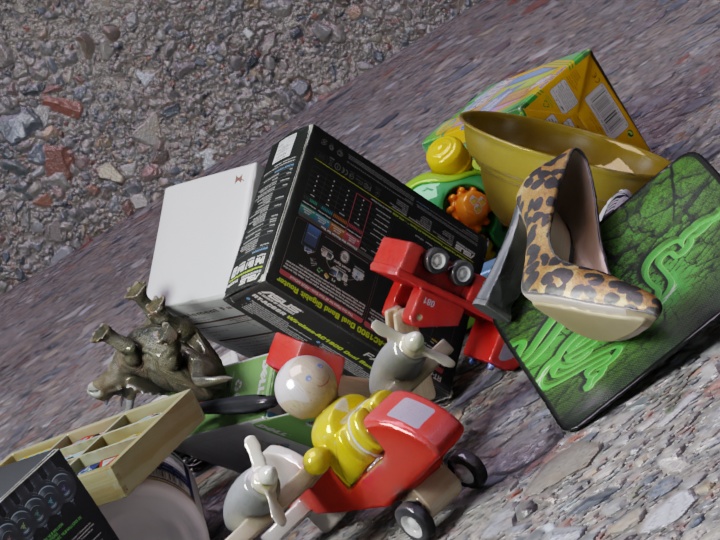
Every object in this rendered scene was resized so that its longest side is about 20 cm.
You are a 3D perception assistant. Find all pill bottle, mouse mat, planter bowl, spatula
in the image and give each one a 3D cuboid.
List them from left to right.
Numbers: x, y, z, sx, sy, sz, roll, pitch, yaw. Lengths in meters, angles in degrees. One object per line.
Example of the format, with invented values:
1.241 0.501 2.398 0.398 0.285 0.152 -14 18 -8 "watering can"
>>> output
-0.180 0.198 1.674 0.111 0.111 0.200 -33 12 -2 "pill bottle"
-0.139 0.118 1.664 0.199 0.021 0.056 -18 -10 39 "spatula"
0.172 -0.073 1.826 0.200 0.199 0.084 -90 14 -76 "planter bowl"
0.195 0.012 1.504 0.200 0.008 0.161 -41 36 7 "mouse mat"

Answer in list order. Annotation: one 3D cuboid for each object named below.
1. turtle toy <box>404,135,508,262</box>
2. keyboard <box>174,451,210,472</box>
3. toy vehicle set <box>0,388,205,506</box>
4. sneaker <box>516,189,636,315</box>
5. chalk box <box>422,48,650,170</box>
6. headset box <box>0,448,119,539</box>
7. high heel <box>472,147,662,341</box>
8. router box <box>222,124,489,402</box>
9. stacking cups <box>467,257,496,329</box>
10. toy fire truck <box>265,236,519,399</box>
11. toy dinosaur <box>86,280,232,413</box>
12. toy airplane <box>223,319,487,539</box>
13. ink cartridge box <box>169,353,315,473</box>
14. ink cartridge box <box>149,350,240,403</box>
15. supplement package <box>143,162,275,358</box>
0.061 -0.016 1.901 0.199 0.146 0.101 -32 42 4 "turtle toy"
-0.130 0.146 1.856 0.199 0.021 0.127 -27 -20 22 "keyboard"
-0.227 0.156 1.617 0.199 0.027 0.124 -21 14 32 "toy vehicle set"
0.172 0.007 1.623 0.115 0.075 0.200 -26 17 16 "sneaker"
0.154 -0.112 2.034 0.124 0.125 0.200 -41 13 -35 "chalk box"
-0.241 0.234 1.477 0.174 0.201 0.093 -19 17 44 "headset box"
0.167 -0.026 1.496 0.200 0.071 0.143 8 67 58 "high heel"
0.000 0.000 1.682 0.062 0.200 0.150 -24 42 49 "router box"
0.115 0.011 1.797 0.199 0.061 0.061 -26 14 25 "stacking cups"
0.040 0.052 1.617 0.049 0.199 0.142 15 81 62 "toy fire truck"
-0.148 0.069 1.680 0.199 0.102 0.077 1 52 44 "toy dinosaur"
-0.019 0.123 1.493 0.199 0.141 0.200 -31 12 10 "toy airplane"
-0.061 0.115 1.695 0.200 0.104 0.060 -18 56 49 "ink cartridge box"
-0.174 0.146 2.045 0.160 0.047 0.200 -33 7 -1 "ink cartridge box"
-0.064 0.007 1.765 0.117 0.200 0.117 -11 62 43 "supplement package"
